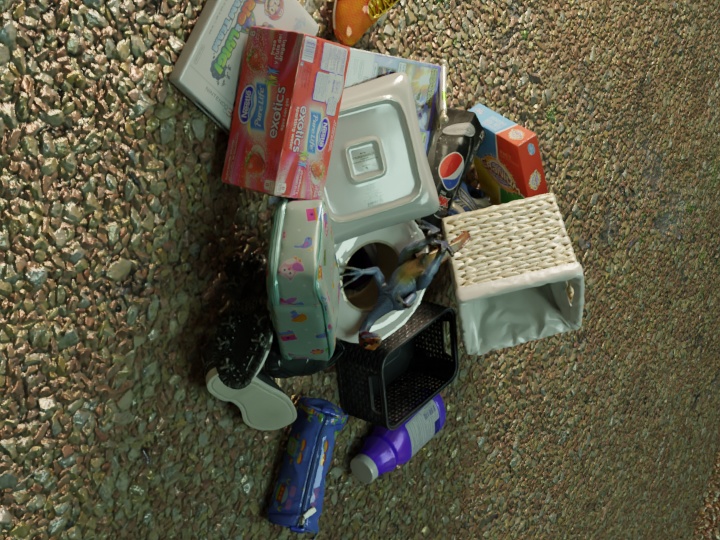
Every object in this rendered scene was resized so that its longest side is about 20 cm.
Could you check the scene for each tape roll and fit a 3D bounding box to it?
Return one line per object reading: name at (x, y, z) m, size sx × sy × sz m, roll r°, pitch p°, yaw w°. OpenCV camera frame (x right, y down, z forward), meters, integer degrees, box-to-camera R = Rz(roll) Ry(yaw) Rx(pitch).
tape roll at (0.000, 0.000, 1.672) m, size 0.201 × 0.071 × 0.204 m, roll -11°, pitch 111°, yaw -30°

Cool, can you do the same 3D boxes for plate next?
plate at (0.002, -0.148, 1.580) m, size 0.198 × 0.032 × 0.202 m, roll -18°, pitch 100°, yaw -17°

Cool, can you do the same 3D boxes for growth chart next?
growth chart at (0.103, -0.214, 1.725) m, size 0.201 × 0.018 × 0.146 m, roll 104°, pitch -9°, yaw -57°

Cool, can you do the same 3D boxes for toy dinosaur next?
toy dinosaur at (0.067, 0.031, 1.633) m, size 0.199 × 0.105 × 0.182 m, roll 7°, pitch 120°, yaw -44°

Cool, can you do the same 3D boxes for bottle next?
bottle at (0.061, 0.271, 1.907) m, size 0.200 × 0.065 × 0.084 m, roll -38°, pitch 129°, yaw -40°

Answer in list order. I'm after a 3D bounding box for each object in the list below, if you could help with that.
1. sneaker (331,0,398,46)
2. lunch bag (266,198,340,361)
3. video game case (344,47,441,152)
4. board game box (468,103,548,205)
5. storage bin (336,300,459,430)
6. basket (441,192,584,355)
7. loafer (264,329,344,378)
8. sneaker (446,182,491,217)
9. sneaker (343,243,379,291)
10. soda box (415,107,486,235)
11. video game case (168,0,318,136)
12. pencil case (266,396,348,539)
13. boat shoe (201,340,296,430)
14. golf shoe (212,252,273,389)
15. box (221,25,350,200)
sneaker at (0.025, -0.390, 1.620) m, size 0.201 × 0.077 × 0.073 m, roll -59°, pitch 137°, yaw -23°
lunch bag at (-0.071, 0.012, 1.490) m, size 0.201 × 0.076 × 0.161 m, roll 84°, pitch 6°, yaw -55°
video game case at (0.010, -0.202, 1.631) m, size 0.180 × 0.045 × 0.202 m, roll 6°, pitch 98°, yaw -25°
board game box at (0.246, -0.161, 1.935) m, size 0.040 × 0.153 × 0.201 m, roll -32°, pitch 129°, yaw -16°
storage bin at (0.061, 0.142, 1.841) m, size 0.200 × 0.093 × 0.136 m, roll -32°, pitch 127°, yaw -43°
basket at (0.235, 0.008, 1.839) m, size 0.199 × 0.198 × 0.162 m, roll 72°, pitch 4°, yaw -60°
loafer at (-0.078, 0.111, 1.614) m, size 0.200 × 0.070 × 0.069 m, roll -2°, pitch 90°, yaw -73°
sneaker at (0.195, -0.093, 1.959) m, size 0.200 × 0.077 × 0.086 m, roll 33°, pitch 71°, yaw -53°
sneaker at (0.025, -0.061, 1.741) m, size 0.087 × 0.074 × 0.202 m, roll 6°, pitch 97°, yaw -49°
soda box at (0.121, -0.157, 1.836) m, size 0.201 × 0.070 × 0.063 m, roll -63°, pitch 146°, yaw -17°
video game case at (-0.142, -0.277, 1.480) m, size 0.182 × 0.024 × 0.201 m, roll 41°, pitch 68°, yaw -51°
pencil case at (-0.077, 0.288, 1.711) m, size 0.077 × 0.087 × 0.202 m, roll 15°, pitch 88°, yaw -21°
boat shoe at (-0.152, 0.158, 1.585) m, size 0.074 × 0.061 × 0.200 m, roll -32°, pitch 142°, yaw 13°
golf shoe at (-0.139, 0.077, 1.514) m, size 0.095 × 0.077 × 0.201 m, roll 71°, pitch 19°, yaw -51°
box at (-0.093, -0.197, 1.476) m, size 0.102 × 0.094 × 0.202 m, roll 2°, pitch 101°, yaw -53°
